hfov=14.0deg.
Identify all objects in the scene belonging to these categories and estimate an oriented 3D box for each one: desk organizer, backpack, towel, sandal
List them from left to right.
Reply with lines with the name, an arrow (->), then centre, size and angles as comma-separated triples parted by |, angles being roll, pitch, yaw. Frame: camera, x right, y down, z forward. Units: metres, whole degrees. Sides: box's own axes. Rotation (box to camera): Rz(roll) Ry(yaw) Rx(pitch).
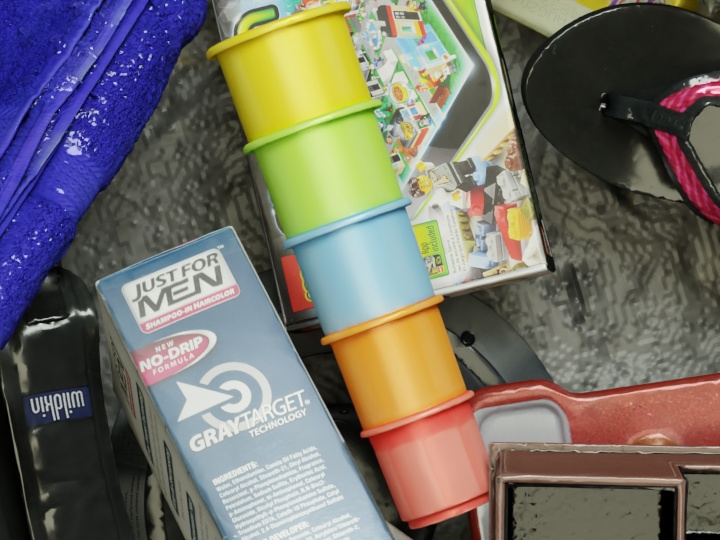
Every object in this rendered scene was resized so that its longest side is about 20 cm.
backpack -> -0.183, 0.110, 1.148 | 0.200, 0.154, 0.191 | -30, 96, -32
towel -> -0.161, -0.054, 1.118 | 0.147, 0.050, 0.200 | 10, 49, 24
desk organizer -> 0.146, 0.104, 1.072 | 0.199, 0.077, 0.072 | 1, 93, 3
sandal -> 0.159, -0.045, 1.146 | 0.200, 0.045, 0.075 | 26, 100, -5

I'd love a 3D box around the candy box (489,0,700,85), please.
candy box -> 0.119, -0.184, 1.182 | 0.102, 0.026, 0.200 | 29, 95, 20

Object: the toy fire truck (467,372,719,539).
toy fire truck -> 0.129, 0.136, 1.171 | 0.167, 0.112, 0.201 | -7, 94, 4

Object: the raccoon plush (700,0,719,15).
raccoon plush -> 0.103, -0.192, 1.151 | 0.134, 0.200, 0.097 | 26, 123, -33

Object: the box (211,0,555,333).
box -> 0.002, -0.084, 1.177 | 0.110, 0.035, 0.201 | -14, 86, 7

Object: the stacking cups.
stacking cups -> 0.000, 0.000, 1.133 | 0.060, 0.061, 0.201 | -19, 92, 4

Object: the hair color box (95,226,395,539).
hair color box -> -0.031, 0.094, 1.103 | 0.060, 0.100, 0.200 | -23, 65, -12

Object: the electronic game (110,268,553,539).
electronic game -> -0.007, 0.095, 1.211 | 0.199, 0.042, 0.201 | 0, 87, -3

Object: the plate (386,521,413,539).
plate -> -0.010, 0.201, 1.123 | 0.200, 0.032, 0.200 | 32, 70, 15
